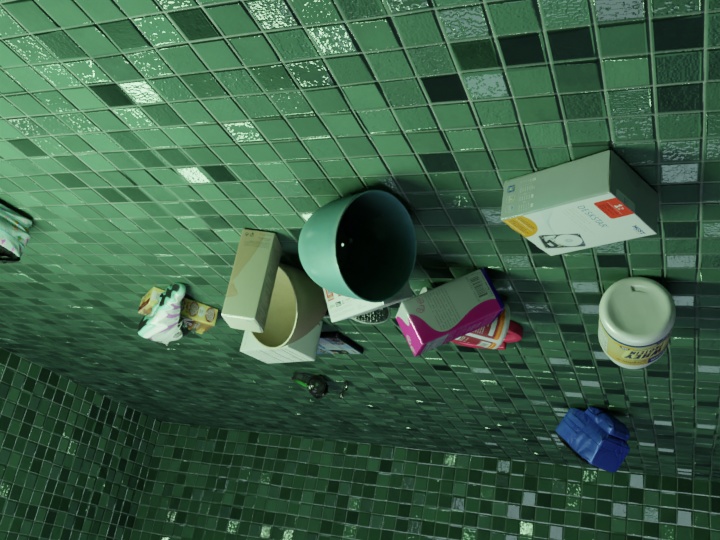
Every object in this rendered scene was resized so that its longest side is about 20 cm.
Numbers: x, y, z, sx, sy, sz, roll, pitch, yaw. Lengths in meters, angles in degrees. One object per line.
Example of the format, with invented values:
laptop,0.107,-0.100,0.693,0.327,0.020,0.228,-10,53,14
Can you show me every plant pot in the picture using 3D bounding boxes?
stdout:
plant pot,-0.020,-0.044,1.429,0.200,0.202,0.160,29,162,-37

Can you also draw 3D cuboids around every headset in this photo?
headset,-0.144,0.396,2.693,0.199,0.094,0.124,22,164,15

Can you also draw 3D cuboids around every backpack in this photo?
backpack,-0.864,-0.096,1.772,0.166,0.127,0.200,7,161,40
backpack,0.737,0.519,2.431,0.162,0.168,0.200,31,-178,-32

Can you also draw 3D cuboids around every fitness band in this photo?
fitness band,0.309,0.155,1.938,0.198,0.038,0.144,2,153,19

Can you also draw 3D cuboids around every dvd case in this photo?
dvd case,-0.108,0.219,2.298,0.199,0.018,0.143,-4,152,34

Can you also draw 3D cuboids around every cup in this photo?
cup,-0.162,0.077,1.807,0.199,0.202,0.143,-12,174,44

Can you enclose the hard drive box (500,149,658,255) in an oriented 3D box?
hard drive box,0.356,-0.105,1.252,0.155,0.077,0.199,28,152,-36

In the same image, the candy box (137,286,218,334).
candy box,-0.522,0.117,2.199,0.199,0.056,0.115,23,153,-24

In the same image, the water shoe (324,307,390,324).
water shoe,-0.021,0.088,1.915,0.198,0.072,0.079,7,-175,6

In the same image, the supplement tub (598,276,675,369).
supplement tub,0.564,0.114,1.578,0.143,0.145,0.200,3,156,18

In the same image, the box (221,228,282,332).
box,-0.232,0.023,1.657,0.077,0.201,0.095,8,157,8

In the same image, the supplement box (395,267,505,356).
supplement box,0.187,0.089,1.627,0.199,0.102,0.103,-21,162,-15

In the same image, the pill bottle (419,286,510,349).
pill bottle,0.230,0.103,1.747,0.198,0.114,0.113,15,157,-9

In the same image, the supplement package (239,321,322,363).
supplement package,-0.221,0.184,2.139,0.199,0.118,0.117,-10,150,40

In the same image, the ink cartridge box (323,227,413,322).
ink cartridge box,0.000,0.000,1.611,0.083,0.177,0.200,-12,174,-36

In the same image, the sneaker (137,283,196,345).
sneaker,-0.502,0.129,2.107,0.139,0.078,0.200,32,117,-29
